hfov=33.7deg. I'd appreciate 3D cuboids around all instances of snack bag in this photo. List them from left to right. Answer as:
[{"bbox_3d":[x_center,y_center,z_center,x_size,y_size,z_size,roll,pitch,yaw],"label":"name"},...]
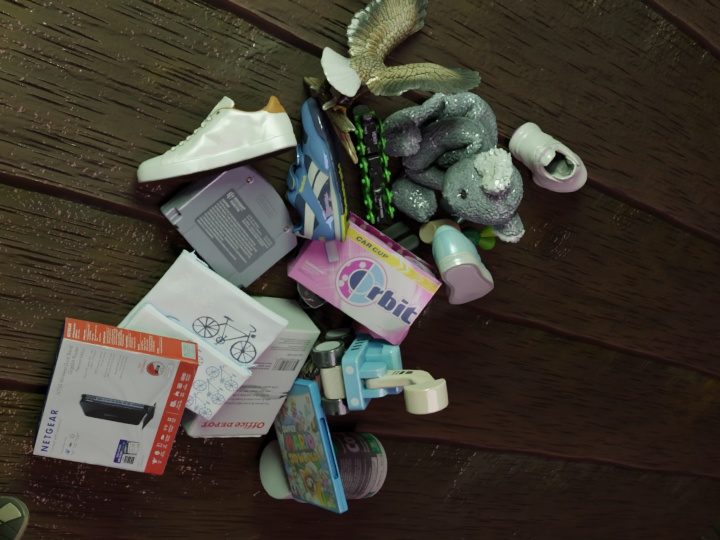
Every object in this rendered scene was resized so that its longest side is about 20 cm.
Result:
[{"bbox_3d":[-0.219,0.091,1.595,0.188,0.021,0.200,36,110,-22],"label":"snack bag"}]

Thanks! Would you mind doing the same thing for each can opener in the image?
[{"bbox_3d":[-0.008,-0.006,1.765,0.199,0.053,0.067,-30,172,-17],"label":"can opener"}]

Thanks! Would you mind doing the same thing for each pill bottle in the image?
[{"bbox_3d":[-0.061,0.324,1.961,0.199,0.113,0.113,6,122,-44],"label":"pill bottle"}]

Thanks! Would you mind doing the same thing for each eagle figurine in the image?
[{"bbox_3d":[0.032,-0.260,1.494,0.199,0.151,0.152,-31,127,2],"label":"eagle figurine"}]

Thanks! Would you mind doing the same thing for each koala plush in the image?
[{"bbox_3d":[0.153,-0.137,1.645,0.183,0.200,0.178,-32,140,-13],"label":"koala plush"}]

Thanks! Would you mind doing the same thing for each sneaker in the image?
[{"bbox_3d":[-0.184,-0.162,1.457,0.199,0.085,0.073,-18,-179,-9],"label":"sneaker"},{"bbox_3d":[-0.064,-0.127,1.559,0.082,0.074,0.201,-2,113,11],"label":"sneaker"},{"bbox_3d":[0.146,-0.012,1.716,0.074,0.082,0.200,-16,160,4],"label":"sneaker"},{"bbox_3d":[0.305,-0.155,1.842,0.075,0.100,0.200,-54,142,10],"label":"sneaker"}]

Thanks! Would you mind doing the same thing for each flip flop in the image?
[{"bbox_3d":[-0.514,0.392,1.670,0.057,0.081,0.200,-13,137,-56],"label":"flip flop"}]

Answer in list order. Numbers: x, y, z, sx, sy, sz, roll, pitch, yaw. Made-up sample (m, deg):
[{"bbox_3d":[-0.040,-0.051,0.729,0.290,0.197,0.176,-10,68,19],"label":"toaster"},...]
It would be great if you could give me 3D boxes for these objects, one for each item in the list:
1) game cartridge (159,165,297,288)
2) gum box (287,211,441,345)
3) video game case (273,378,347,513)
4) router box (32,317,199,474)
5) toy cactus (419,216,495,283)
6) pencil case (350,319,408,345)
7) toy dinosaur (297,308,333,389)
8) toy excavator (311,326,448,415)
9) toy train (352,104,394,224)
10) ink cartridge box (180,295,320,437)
[{"bbox_3d":[-0.165,-0.065,1.573,0.133,0.041,0.200,-37,142,-2],"label":"game cartridge"},{"bbox_3d":[0.000,0.000,1.678,0.200,0.066,0.114,33,103,-14],"label":"gum box"},{"bbox_3d":[-0.085,0.257,1.783,0.018,0.143,0.201,-19,101,-31],"label":"video game case"},{"bbox_3d":[-0.327,0.171,1.584,0.179,0.049,0.201,12,120,-17],"label":"router box"},{"bbox_3d":[0.146,-0.059,1.792,0.165,0.102,0.201,4,114,-50],"label":"toy cactus"},{"bbox_3d":[0.018,0.113,1.861,0.087,0.087,0.201,0,126,-41],"label":"pencil case"},{"bbox_3d":[-0.076,0.157,1.830,0.088,0.047,0.201,-50,159,-50],"label":"toy dinosaur"},{"bbox_3d":[0.034,0.147,1.674,0.199,0.195,0.100,-6,105,15],"label":"toy excavator"},{"bbox_3d":[0.015,-0.146,1.635,0.042,0.057,0.200,-17,137,-7],"label":"toy train"},{"bbox_3d":[-0.170,0.140,1.716,0.146,0.083,0.201,7,121,-41],"label":"ink cartridge box"}]
